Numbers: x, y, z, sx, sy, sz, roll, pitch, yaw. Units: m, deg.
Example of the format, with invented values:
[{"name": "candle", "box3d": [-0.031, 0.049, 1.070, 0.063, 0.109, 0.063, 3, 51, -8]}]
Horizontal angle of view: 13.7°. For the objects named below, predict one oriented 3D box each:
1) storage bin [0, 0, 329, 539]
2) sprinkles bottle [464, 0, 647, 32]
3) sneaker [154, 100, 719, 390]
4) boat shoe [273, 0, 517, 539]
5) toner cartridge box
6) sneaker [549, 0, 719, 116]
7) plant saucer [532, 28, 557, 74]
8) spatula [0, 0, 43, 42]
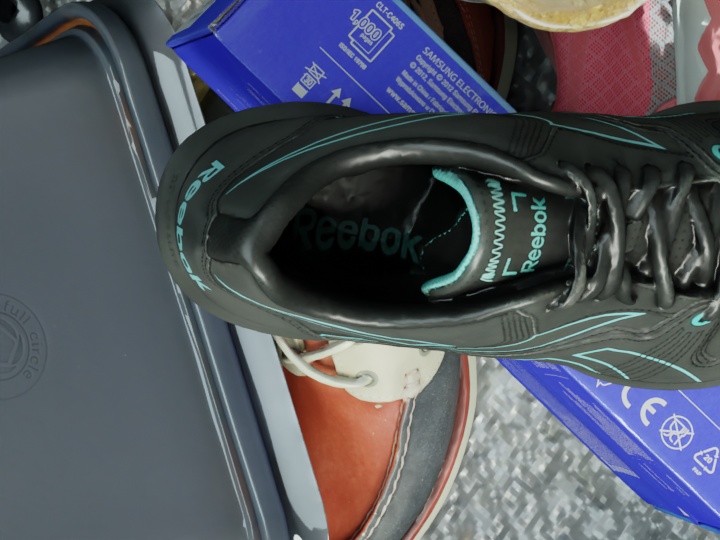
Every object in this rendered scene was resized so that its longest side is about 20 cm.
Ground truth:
[{"name": "storage bin", "box3d": [-0.121, 0.030, 0.915, 0.146, 0.134, 0.200, -23, 82, 55]}, {"name": "sprinkles bottle", "box3d": [0.014, -0.110, 0.805, 0.200, 0.068, 0.068, 29, 111, 63]}, {"name": "sneaker", "box3d": [0.051, -0.003, 0.736, 0.200, 0.079, 0.076, -1, 95, -9]}, {"name": "boat shoe", "box3d": [0.000, 0.000, 0.906, 0.071, 0.063, 0.200, 17, 103, 24]}, {"name": "toner cartridge box", "box3d": [0.038, -0.010, 0.822, 0.200, 0.095, 0.043, 43, 85, -10]}, {"name": "sneaker", "box3d": [0.076, -0.111, 0.810, 0.087, 0.074, 0.200, 2, 95, 29]}, {"name": "plant saucer", "box3d": [0.124, -0.135, 0.843, 0.200, 0.037, 0.200, -32, 78, 27]}, {"name": "spatula", "box3d": [-0.160, -0.157, 1.001, 0.057, 0.021, 0.200, -42, 76, 30]}]
